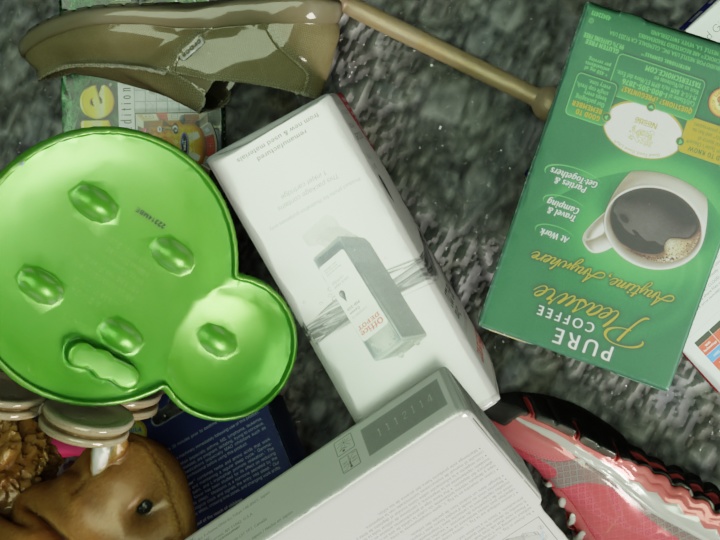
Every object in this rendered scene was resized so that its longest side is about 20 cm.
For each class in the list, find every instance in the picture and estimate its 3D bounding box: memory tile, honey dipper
[{"bbox_3d":[-0.179,0.054,1.005,0.152,0.200,0.017,15,105,10],"label":"memory tile"},{"bbox_3d":[0.037,-0.141,1.052,0.199,0.038,0.038,26,98,0],"label":"honey dipper"}]

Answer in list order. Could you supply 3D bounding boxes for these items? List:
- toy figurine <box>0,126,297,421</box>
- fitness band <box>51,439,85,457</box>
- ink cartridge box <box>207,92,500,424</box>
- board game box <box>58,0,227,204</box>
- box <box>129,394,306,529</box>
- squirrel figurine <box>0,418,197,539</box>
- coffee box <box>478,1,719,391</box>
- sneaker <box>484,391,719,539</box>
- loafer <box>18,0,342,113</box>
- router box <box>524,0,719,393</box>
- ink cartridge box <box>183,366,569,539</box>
[{"bbox_3d":[-0.147,-0.005,0.999,0.199,0.184,0.151,33,88,-23],"label":"toy figurine"},{"bbox_3d":[-0.208,0.189,1.084,0.200,0.037,0.144,-44,68,11],"label":"fitness band"},{"bbox_3d":[0.000,0.000,1.017,0.084,0.146,0.201,-28,94,5],"label":"ink cartridge box"},{"bbox_3d":[-0.136,-0.081,1.081,0.104,0.023,0.202,-1,97,7],"label":"board game box"},{"bbox_3d":[-0.078,0.162,1.066,0.121,0.032,0.201,-30,71,19],"label":"box"},{"bbox_3d":[-0.196,0.152,0.996,0.200,0.141,0.187,42,92,24],"label":"squirrel figurine"},{"bbox_3d":[0.155,-0.043,1.001,0.122,0.044,0.201,17,98,3],"label":"coffee box"},{"bbox_3d":[0.153,0.149,1.060,0.199,0.074,0.087,30,100,0],"label":"sneaker"},{"bbox_3d":[-0.108,-0.126,1.021,0.198,0.076,0.068,-4,96,12],"label":"loafer"},{"bbox_3d":[0.231,-0.059,1.040,0.200,0.049,0.180,-42,92,8],"label":"router box"},{"bbox_3d":[0.014,0.171,0.969,0.199,0.045,0.176,-34,126,8],"label":"ink cartridge box"}]
